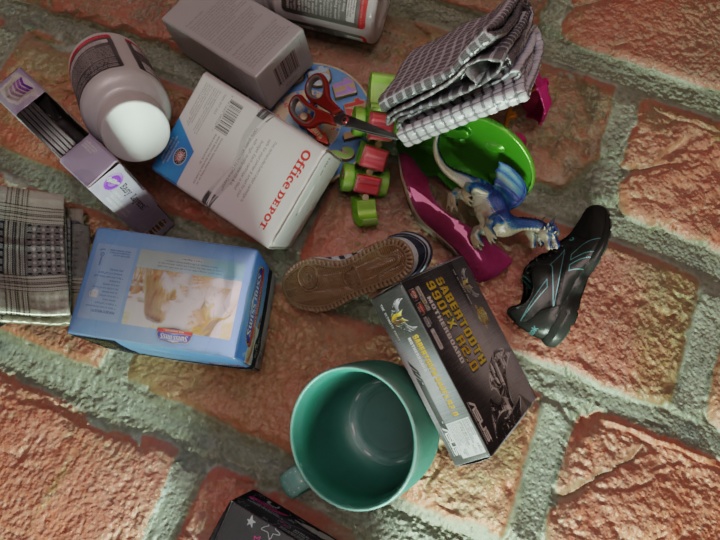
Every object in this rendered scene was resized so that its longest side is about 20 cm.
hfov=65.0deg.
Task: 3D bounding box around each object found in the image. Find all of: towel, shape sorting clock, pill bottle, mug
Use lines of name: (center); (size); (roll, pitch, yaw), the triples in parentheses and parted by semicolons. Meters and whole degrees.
towel: (-0.437, -0.025, 0.693); (0.199, 0.035, 0.193); (9, 51, -39)
shape sorting clock: (-0.080, -0.212, 0.813); (0.198, 0.039, 0.201); (0, 73, 1)
pill bottle: (-0.061, -0.415, 0.833); (0.199, 0.114, 0.115); (16, 74, 5)
mug: (-0.001, 0.181, 0.650); (0.184, 0.114, 0.153); (-6, 84, 26)
towel: (0.122, -0.244, 0.679); (0.165, 0.086, 0.200); (-15, 29, 34)
pill bottle: (-0.316, -0.228, 0.750); (0.110, 0.111, 0.200); (-30, 49, -7)

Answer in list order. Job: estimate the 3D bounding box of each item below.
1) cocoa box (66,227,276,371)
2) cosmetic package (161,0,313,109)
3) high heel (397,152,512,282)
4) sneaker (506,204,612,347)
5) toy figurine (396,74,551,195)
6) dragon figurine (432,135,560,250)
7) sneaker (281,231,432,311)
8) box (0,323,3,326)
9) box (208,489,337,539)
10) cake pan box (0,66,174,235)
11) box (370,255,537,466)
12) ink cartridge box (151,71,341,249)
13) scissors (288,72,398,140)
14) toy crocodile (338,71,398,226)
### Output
cocoa box: (-0.219, 0.040, 0.694); (0.199, 0.131, 0.134); (8, 74, 4)
cosmetic package: (-0.177, -0.332, 0.819); (0.200, 0.071, 0.102); (37, 78, 20)
high heel: (0.120, -0.077, 0.749); (0.095, 0.067, 0.201); (-23, 79, 5)
sneaker: (0.258, -0.005, 0.726); (0.079, 0.075, 0.201); (26, 75, 11)
toy figurine: (0.177, -0.210, 0.781); (0.199, 0.151, 0.184); (17, 59, 32)
dragon figurine: (0.166, -0.094, 0.709); (0.099, 0.059, 0.201); (-34, 87, -24)
sneaker: (0.000, 0.000, 0.737); (0.199, 0.108, 0.071); (-16, 92, 30)
box: (-0.549, -0.007, 0.739); (0.163, 0.086, 0.201); (-30, 75, -7)
box: (-0.075, 0.351, 0.609); (0.199, 0.115, 0.133); (27, 77, 10)
cake pan box: (-0.340, -0.136, 0.714); (0.184, 0.200, 0.052); (41, 78, 10)
box: (0.113, 0.093, 0.647); (0.048, 0.158, 0.201); (-31, 83, 36)
ink cartridge box: (-0.149, -0.141, 0.750); (0.199, 0.086, 0.147); (33, 97, 9)
scissors: (-0.029, -0.192, 0.737); (0.073, 0.014, 0.200); (-52, 56, 13)
toy crocodile: (0.017, -0.157, 0.750); (0.067, 0.062, 0.201); (8, 108, -14)
